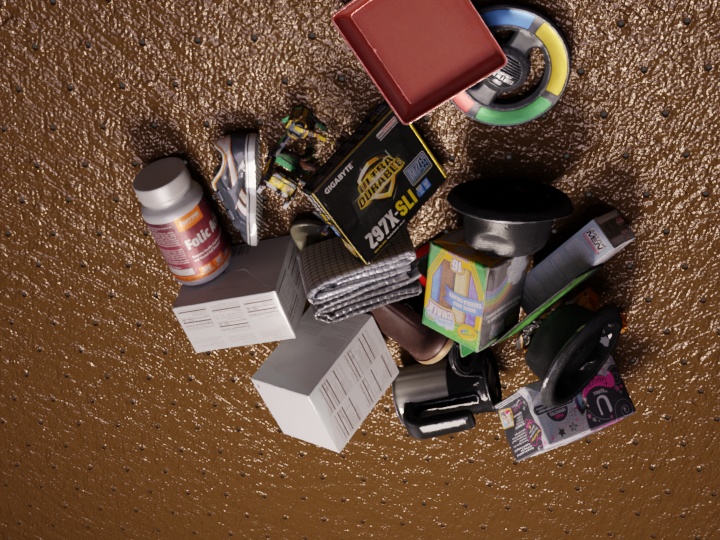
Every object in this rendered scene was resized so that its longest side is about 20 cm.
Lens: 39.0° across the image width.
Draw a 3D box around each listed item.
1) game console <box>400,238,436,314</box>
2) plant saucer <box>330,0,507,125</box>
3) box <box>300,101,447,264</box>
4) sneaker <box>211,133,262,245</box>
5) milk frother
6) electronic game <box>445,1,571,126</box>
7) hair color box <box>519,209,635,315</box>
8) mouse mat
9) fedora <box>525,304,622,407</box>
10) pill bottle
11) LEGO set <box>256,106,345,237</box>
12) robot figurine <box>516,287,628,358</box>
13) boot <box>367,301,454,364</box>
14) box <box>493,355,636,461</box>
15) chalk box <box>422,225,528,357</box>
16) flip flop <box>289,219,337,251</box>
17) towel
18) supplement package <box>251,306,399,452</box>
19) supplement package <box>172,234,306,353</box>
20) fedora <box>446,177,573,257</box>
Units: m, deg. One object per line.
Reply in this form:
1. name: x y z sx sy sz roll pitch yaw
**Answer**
1. game console: 0.150 0.039 1.822 0.176 0.031 0.200 -28 119 35
2. plant saucer: 0.087 -0.342 1.477 0.198 0.037 0.201 -27 108 34
3. box: 0.024 -0.137 1.599 0.160 0.200 0.049 52 164 -31
4. sneaker: -0.205 -0.137 1.707 0.078 0.079 0.203 2 119 3
5. milk frother: 0.144 0.189 1.872 0.185 0.180 0.203 -12 101 19
6. electronic game: 0.213 -0.302 1.509 0.196 0.042 0.202 5 131 6
7. hair color box: 0.349 -0.012 1.682 0.200 0.098 0.061 -43 76 36
8. mouse mat: 0.305 0.056 1.656 0.200 0.160 0.008 -41 78 27
9. fedora: 0.345 0.127 1.698 0.091 0.199 0.203 38 141 33
10. pill bottle: -0.306 -0.085 1.744 0.112 0.115 0.202 -8 128 17
11. LEGO set: -0.073 -0.152 1.640 0.199 0.117 0.153 38 127 -21
12. robot figurine: 0.373 0.121 1.823 0.144 0.059 0.200 33 127 -16
13. boot: 0.064 0.084 1.781 0.166 0.073 0.199 41 169 -20
14. box: 0.364 0.247 1.810 0.197 0.116 0.132 -16 164 -25
15. chalk box: 0.187 0.043 1.683 0.123 0.124 0.203 27 125 34
16. flip flop: -0.072 -0.008 1.801 0.080 0.058 0.202 -4 129 14
17. towel: 0.000 0.000 1.693 0.197 0.166 0.087 -19 116 -1
18. supplement package: -0.061 0.190 1.842 0.150 0.201 0.152 10 138 41
19. supplement package: -0.206 0.042 1.803 0.197 0.157 0.112 -9 127 18
20. fedora: 0.232 -0.077 1.592 0.197 0.201 0.093 5 114 6
